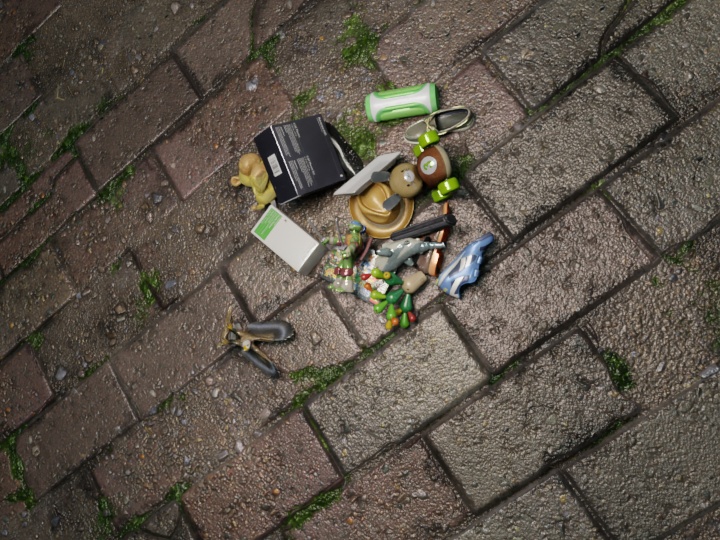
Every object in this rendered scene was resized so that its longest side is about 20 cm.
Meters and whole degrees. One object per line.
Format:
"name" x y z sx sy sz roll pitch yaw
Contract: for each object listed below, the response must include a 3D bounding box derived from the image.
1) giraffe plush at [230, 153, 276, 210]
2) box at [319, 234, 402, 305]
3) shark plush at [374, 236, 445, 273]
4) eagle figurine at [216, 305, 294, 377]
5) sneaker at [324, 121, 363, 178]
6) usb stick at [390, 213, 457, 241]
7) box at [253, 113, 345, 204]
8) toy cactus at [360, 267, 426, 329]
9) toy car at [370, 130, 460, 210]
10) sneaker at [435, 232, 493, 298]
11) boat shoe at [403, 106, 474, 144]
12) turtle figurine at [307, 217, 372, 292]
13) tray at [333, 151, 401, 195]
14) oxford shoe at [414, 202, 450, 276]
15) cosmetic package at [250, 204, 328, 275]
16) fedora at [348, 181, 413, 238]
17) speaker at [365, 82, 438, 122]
"giraffe plush" -0.301 -0.287 1.553 0.162 0.172 0.201 40 130 28
"box" 0.000 0.000 1.463 0.199 0.038 0.137 27 91 19
"shark plush" 0.129 -0.045 1.386 0.199 0.091 0.084 -18 99 6
"eagle figurine" -0.308 0.210 1.505 0.199 0.151 0.152 17 133 -10
"sneaker" -0.071 -0.335 1.523 0.088 0.076 0.200 -43 75 33
"usb stick" 0.164 -0.111 1.365 0.199 0.055 0.033 -16 82 45
"box" -0.167 -0.311 1.442 0.104 0.182 0.201 -12 102 51
"toy cactus" 0.103 0.058 1.376 0.165 0.102 0.201 -35 102 -7
"toy car" 0.133 -0.246 1.369 0.199 0.158 0.165 -22 86 -5
"sneaker" 0.289 -0.013 1.360 0.082 0.074 0.200 44 104 16
"boat shoe" 0.213 -0.407 1.437 0.200 0.060 0.073 -12 79 15
"turtle figurine" -0.068 -0.044 1.387 0.143 0.200 0.195 8 94 33
"tray" 0.023 -0.262 1.429 0.200 0.022 0.107 -44 27 -25
"oxford shoe" 0.195 -0.090 1.399 0.073 0.071 0.201 14 88 23
"cosmetic package" -0.207 -0.088 1.516 0.200 0.085 0.108 37 92 19
"fedora" 0.051 -0.191 1.448 0.199 0.082 0.202 -2 83 17
"speaker" 0.118 -0.474 1.462 0.199 0.088 0.089 -4 82 17
